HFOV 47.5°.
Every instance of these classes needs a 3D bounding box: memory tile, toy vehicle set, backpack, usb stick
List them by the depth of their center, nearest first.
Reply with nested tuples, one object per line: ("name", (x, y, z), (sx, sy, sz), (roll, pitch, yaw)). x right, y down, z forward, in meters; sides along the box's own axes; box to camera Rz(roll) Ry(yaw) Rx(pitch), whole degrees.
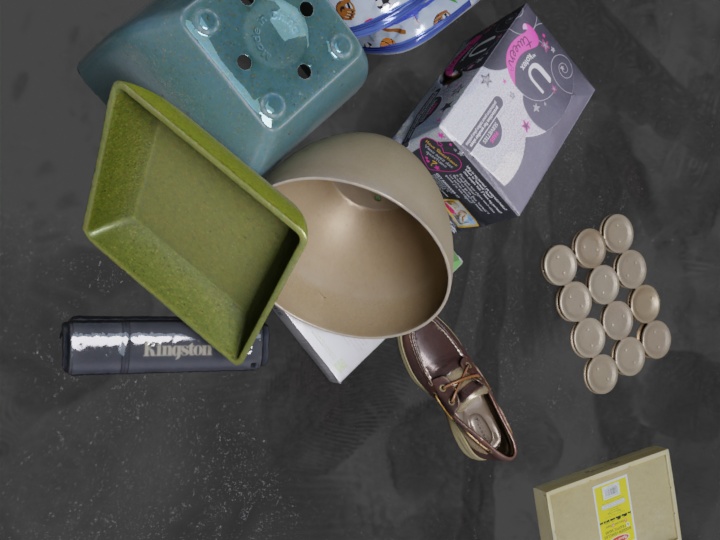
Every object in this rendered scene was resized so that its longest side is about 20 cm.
("usb stick", (-0.185, 0.072, 0.788), (0.199, 0.033, 0.056), (2, 88, -25))
("backpack", (0.019, -0.303, 0.814), (0.190, 0.200, 0.155), (-34, 117, -21))
("toy vehicle set", (0.311, 0.305, 1.019), (0.199, 0.026, 0.125), (-10, 94, -25))
("memory tile", (0.311, 0.041, 1.029), (0.153, 0.017, 0.201), (-27, 100, -23))

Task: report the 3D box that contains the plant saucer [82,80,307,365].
("plant saucer", (-0.140, -0.042, 0.707), (0.200, 0.200, 0.048), (39, 47, 5))

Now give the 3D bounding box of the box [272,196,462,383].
("box", (0.000, 0.000, 0.875), (0.200, 0.036, 0.145), (-42, 105, -18))

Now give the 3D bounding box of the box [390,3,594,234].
("box", (0.140, -0.162, 0.881), (0.132, 0.114, 0.200), (44, 62, -18))

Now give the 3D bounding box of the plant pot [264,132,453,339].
("plant pot", (-0.001, -0.051, 0.770), (0.200, 0.200, 0.135), (38, 45, -19))

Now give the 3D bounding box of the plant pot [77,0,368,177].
("plant pot", (-0.108, -0.186, 0.737), (0.196, 0.200, 0.197), (-45, 106, -18))

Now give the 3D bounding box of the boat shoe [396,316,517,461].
("boat shoe", (0.113, 0.129, 0.904), (0.072, 0.072, 0.201), (-33, 103, -22))
